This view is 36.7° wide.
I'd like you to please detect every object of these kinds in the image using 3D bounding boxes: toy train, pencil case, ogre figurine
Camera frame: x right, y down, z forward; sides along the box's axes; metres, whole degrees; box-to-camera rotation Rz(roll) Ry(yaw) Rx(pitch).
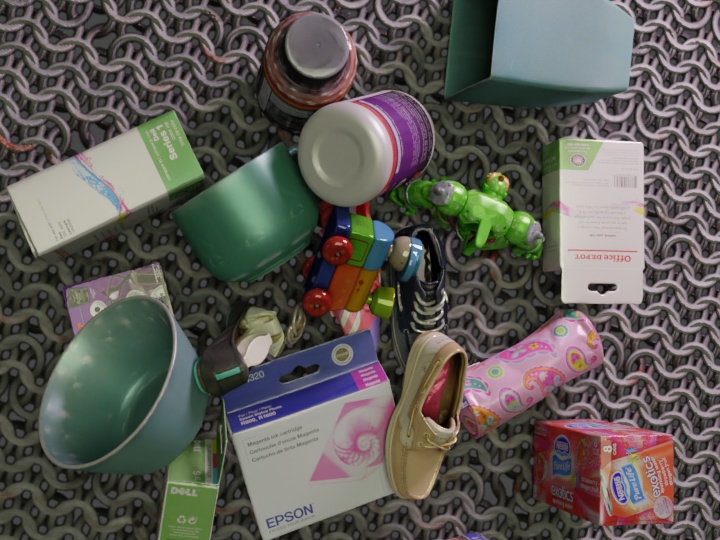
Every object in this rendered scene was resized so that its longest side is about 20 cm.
[{"bbox_3d":[-0.013,0.031,1.241,0.114,0.085,0.202,15,120,-12],"label":"toy train"},{"bbox_3d":[0.198,0.124,1.329,0.198,0.087,0.088,-28,93,-9],"label":"pencil case"},{"bbox_3d":[0.142,-0.063,1.307,0.200,0.120,0.098,42,81,-7],"label":"ogre figurine"}]

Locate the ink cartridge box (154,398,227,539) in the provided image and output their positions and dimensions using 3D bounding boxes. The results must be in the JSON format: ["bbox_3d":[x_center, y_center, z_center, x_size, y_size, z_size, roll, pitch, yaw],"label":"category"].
[{"bbox_3d":[-0.192,0.252,1.206,0.058,0.104,0.203,8,108,-10],"label":"ink cartridge box"}]

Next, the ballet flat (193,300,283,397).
[{"bbox_3d":[-0.123,0.083,1.212,0.068,0.200,0.069,-17,108,15],"label":"ballet flat"}]

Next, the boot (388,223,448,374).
[{"bbox_3d":[0.073,0.045,1.304,0.072,0.090,0.203,-11,90,-11],"label":"boot"}]

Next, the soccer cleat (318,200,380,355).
[{"bbox_3d":[0.000,0.000,1.295,0.076,0.067,0.203,-14,85,25],"label":"soccer cleat"}]

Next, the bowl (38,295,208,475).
[{"bbox_3d":[-0.242,0.139,1.179,0.105,0.200,0.202,41,80,-42],"label":"bowl"}]

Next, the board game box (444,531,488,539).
[{"bbox_3d":[0.074,0.418,1.285,0.197,0.097,0.162,-10,90,-11],"label":"board game box"}]

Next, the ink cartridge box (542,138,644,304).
[{"bbox_3d":[0.290,-0.058,1.361,0.115,0.067,0.203,2,86,-11],"label":"ink cartridge box"}]

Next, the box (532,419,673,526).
[{"bbox_3d":[0.280,0.233,1.280,0.094,0.200,0.101,2,87,-13],"label":"box"}]

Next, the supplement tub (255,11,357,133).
[{"bbox_3d":[-0.061,-0.227,1.232,0.105,0.200,0.109,1,84,-10],"label":"supplement tub"}]

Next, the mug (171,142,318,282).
[{"bbox_3d":[-0.110,-0.066,1.242,0.184,0.152,0.115,-33,97,-11],"label":"mug"}]

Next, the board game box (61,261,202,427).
[{"bbox_3d":[-0.265,0.102,1.270,0.118,0.032,0.203,-15,91,-7],"label":"board game box"}]

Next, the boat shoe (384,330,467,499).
[{"bbox_3d":[0.080,0.175,1.257,0.073,0.069,0.203,3,99,-33],"label":"boat shoe"}]

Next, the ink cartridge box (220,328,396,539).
[{"bbox_3d":[-0.050,0.193,1.272,0.194,0.043,0.203,-18,110,-10],"label":"ink cartridge box"}]

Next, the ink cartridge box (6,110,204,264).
[{"bbox_3d":[-0.280,-0.089,1.214,0.198,0.145,0.085,-26,92,-10],"label":"ink cartridge box"}]

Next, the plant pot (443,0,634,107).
[{"bbox_3d":[0.224,-0.271,1.325,0.197,0.141,0.144,8,86,-18],"label":"plant pot"}]

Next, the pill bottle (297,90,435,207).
[{"bbox_3d":[0.016,-0.144,1.243,0.111,0.200,0.114,7,107,24],"label":"pill bottle"}]
